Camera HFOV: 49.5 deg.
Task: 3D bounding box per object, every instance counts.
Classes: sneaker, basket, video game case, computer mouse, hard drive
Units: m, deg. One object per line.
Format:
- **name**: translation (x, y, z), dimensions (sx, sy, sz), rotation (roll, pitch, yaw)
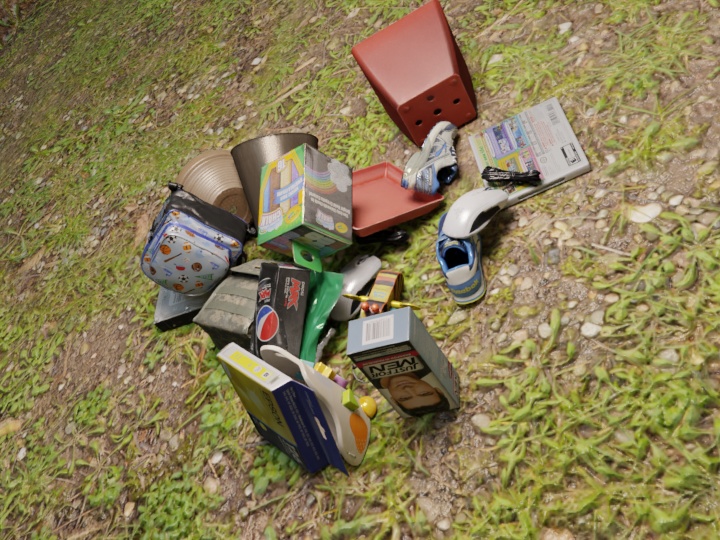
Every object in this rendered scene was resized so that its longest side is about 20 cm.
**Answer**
- **sneaker**: translation (0.151, -0.207, 1.495), dimensions (0.085, 0.077, 0.201), rotation (26, 53, 11)
- **basket**: translation (-0.154, -0.152, 1.550), dimensions (0.178, 0.136, 0.202), rotation (-10, 80, -7)
- **video game case**: translation (0.303, -0.215, 1.431), dimensions (0.181, 0.022, 0.201), rotation (-23, 47, 15)
- **sneaker**: translation (0.166, -0.041, 1.333), dimensions (0.073, 0.082, 0.201), rotation (-24, 44, 16)
- **computer mouse**: translation (0.212, -0.124, 1.330), dimensions (0.109, 0.044, 0.200), rotation (18, 48, 40)
- **hard drive**: translation (-0.333, 0.038, 1.626), dimensions (0.198, 0.038, 0.141), rotation (-18, 47, 21)
- **computer mouse**: translation (0.000, 0.000, 1.423), dimensions (0.109, 0.044, 0.201), rotation (13, 63, 39)

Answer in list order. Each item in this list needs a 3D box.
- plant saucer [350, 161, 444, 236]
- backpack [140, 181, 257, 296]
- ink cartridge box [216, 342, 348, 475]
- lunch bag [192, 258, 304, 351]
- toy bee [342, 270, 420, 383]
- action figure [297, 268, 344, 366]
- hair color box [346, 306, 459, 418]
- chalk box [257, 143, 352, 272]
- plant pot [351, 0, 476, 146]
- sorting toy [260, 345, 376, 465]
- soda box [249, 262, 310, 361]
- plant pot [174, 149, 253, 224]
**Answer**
- **plant saucer**: translation (0.024, -0.133, 1.483), dimensions (0.198, 0.037, 0.200), rotation (-21, 38, -25)
- **backpack**: translation (-0.332, -0.038, 1.525), dimensions (0.191, 0.199, 0.155), rotation (-45, 22, 39)
- **ink cartridge box**: translation (-0.121, 0.225, 1.215), dimensions (0.047, 0.199, 0.199), rotation (-38, 40, -25)
- **lunch bag**: translation (-0.184, 0.057, 1.458), dimensions (0.163, 0.118, 0.201), rotation (9, 54, 41)
- **toy bee**: translation (0.036, 0.069, 1.304), dimensions (0.130, 0.109, 0.201), rotation (-8, 52, 3)
- **action figure**: translation (-0.081, 0.102, 1.364), dimensions (0.118, 0.054, 0.202), rotation (5, 79, 52)
- **hair color box**: translation (0.067, 0.141, 1.160), dimensions (0.098, 0.200, 0.061), rotation (-15, 48, 22)
- **chalk box**: translation (-0.096, -0.093, 1.369), dimensions (0.123, 0.124, 0.202), rotation (-19, 60, 40)
- **plant pot**: translation (0.125, -0.373, 1.565), dimensions (0.199, 0.200, 0.177), rotation (-27, 54, 11)
- **sorting toy**: translation (-0.078, 0.186, 1.233), dimensions (0.199, 0.180, 0.107), rotation (25, 70, 43)
- **soda box**: translation (-0.141, 0.091, 1.338), dimensions (0.063, 0.070, 0.202), rotation (11, 95, 51)
- **plant pot**: translation (-0.280, -0.140, 1.614), dimensions (0.201, 0.201, 0.093), rotation (-46, 41, -8)
